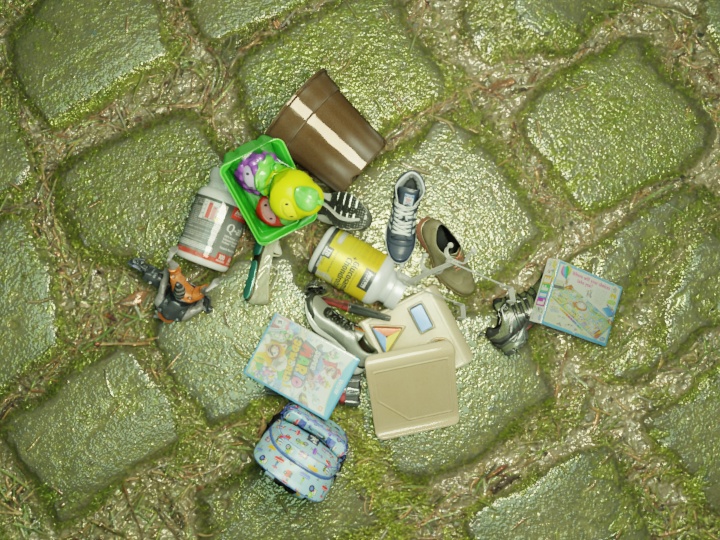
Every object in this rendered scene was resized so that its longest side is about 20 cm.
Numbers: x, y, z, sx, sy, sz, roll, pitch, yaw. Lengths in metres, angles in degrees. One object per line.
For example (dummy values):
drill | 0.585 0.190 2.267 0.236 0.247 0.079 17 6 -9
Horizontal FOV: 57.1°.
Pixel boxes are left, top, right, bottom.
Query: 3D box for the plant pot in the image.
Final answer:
plant pot | -0.066 -0.273 1.366 0.198 0.200 0.200 42 88 -5

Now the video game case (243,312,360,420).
video game case | -0.120 0.196 1.357 0.200 0.018 0.143 28 89 5

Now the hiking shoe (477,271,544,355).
hiking shoe | 0.334 0.077 1.398 0.101 0.076 0.200 33 88 -2

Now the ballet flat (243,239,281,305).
ballet flat | -0.201 -0.023 1.419 0.062 0.067 0.200 14 91 -27

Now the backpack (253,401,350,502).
backpack | -0.116 0.362 1.318 0.183 0.200 0.135 35 90 2

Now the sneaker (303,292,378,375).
sneaker | -0.040 0.121 1.385 0.079 0.074 0.200 -39 94 29

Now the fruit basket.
fruit basket | -0.161 -0.146 1.275 0.155 0.216 0.216 -28 87 -4

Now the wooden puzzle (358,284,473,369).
wooden puzzle | 0.116 0.153 1.408 0.200 0.046 0.185 -27 87 -2

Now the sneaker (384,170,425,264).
sneaker | 0.093 -0.114 1.391 0.070 0.109 0.200 9 87 1

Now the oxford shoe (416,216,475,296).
oxford shoe | 0.188 -0.021 1.379 0.070 0.075 0.200 -42 112 -11

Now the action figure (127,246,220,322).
action figure | -0.393 0.038 1.352 0.200 0.194 0.105 28 45 -10

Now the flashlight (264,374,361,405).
flashlight | -0.098 0.247 1.397 0.200 0.068 0.068 2 89 5

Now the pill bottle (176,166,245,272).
pill bottle | -0.300 -0.107 1.386 0.116 0.116 0.200 20 88 1

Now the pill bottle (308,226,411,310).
pill bottle | 0.000 0.000 1.383 0.200 0.112 0.112 29 87 2

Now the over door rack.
over door rack | 0.194 0.017 1.341 0.200 0.148 0.067 32 54 -28

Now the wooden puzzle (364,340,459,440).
wooden puzzle | 0.109 0.248 1.379 0.185 0.037 0.200 -11 113 -5

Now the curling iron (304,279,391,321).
curling iron | -0.030 0.070 1.403 0.200 0.050 0.026 22 54 10

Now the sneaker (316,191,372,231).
sneaker | -0.044 -0.125 1.366 0.200 0.080 0.074 23 93 40

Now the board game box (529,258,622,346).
board game box | 0.450 0.068 1.373 0.200 0.034 0.135 20 87 -29
